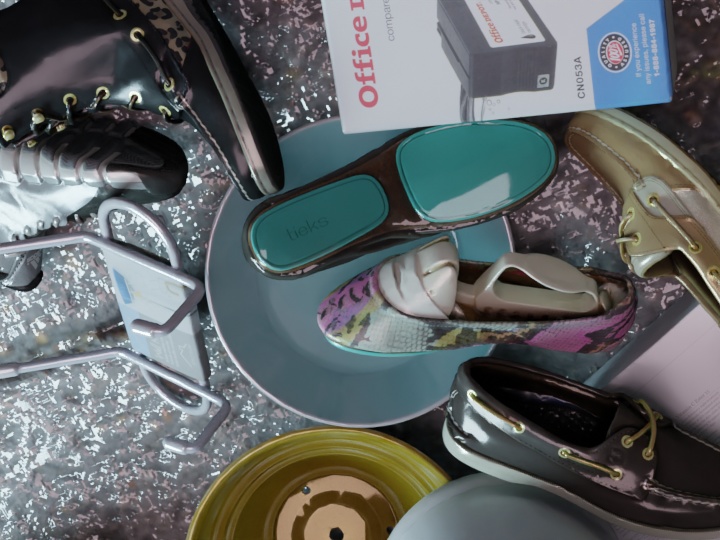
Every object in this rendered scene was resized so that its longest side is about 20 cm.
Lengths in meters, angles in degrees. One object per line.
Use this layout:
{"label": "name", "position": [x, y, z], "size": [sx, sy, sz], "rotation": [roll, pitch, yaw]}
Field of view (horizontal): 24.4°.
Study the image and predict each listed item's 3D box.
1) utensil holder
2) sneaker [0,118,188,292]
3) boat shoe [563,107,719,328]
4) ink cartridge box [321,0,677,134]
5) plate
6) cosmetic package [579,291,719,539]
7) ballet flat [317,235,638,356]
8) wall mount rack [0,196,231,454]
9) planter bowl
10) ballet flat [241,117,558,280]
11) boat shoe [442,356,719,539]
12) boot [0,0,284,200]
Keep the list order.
{"label": "utensil holder", "position": [0.093, 0.230, 0.988], "size": [0.169, 0.200, 0.171], "rotation": [0, 101, 0]}
{"label": "sneaker", "position": [-0.202, -0.038, 1.106], "size": [0.199, 0.075, 0.116], "rotation": [8, 118, 19]}
{"label": "boat shoe", "position": [0.187, -0.022, 0.984], "size": [0.066, 0.074, 0.200], "rotation": [-43, 66, -5]}
{"label": "ink cartridge box", "position": [0.080, -0.167, 0.981], "size": [0.199, 0.084, 0.146], "rotation": [-4, 109, 14]}
{"label": "plate", "position": [0.000, 0.000, 1.068], "size": [0.199, 0.026, 0.201], "rotation": [0, 95, -4]}
{"label": "cosmetic package", "position": [0.223, 0.106, 1.068], "size": [0.151, 0.052, 0.200], "rotation": [43, 113, -6]}
{"label": "ballet flat", "position": [0.074, 0.013, 1.023], "size": [0.199, 0.069, 0.071], "rotation": [2, 141, -6]}
{"label": "wall mount rack", "position": [-0.173, 0.037, 1.088], "size": [0.173, 0.075, 0.200], "rotation": [21, 141, 26]}
{"label": "planter bowl", "position": [-0.017, 0.191, 1.125], "size": [0.199, 0.083, 0.201], "rotation": [0, 101, 0]}
{"label": "ballet flat", "position": [0.022, -0.047, 1.018], "size": [0.199, 0.068, 0.068], "rotation": [-16, 88, 0]}
{"label": "boat shoe", "position": [0.149, 0.107, 1.016], "size": [0.200, 0.072, 0.061], "rotation": [15, 132, 11]}
{"label": "boot", "position": [-0.149, -0.104, 1.025], "size": [0.153, 0.073, 0.204], "rotation": [-30, 79, 5]}
